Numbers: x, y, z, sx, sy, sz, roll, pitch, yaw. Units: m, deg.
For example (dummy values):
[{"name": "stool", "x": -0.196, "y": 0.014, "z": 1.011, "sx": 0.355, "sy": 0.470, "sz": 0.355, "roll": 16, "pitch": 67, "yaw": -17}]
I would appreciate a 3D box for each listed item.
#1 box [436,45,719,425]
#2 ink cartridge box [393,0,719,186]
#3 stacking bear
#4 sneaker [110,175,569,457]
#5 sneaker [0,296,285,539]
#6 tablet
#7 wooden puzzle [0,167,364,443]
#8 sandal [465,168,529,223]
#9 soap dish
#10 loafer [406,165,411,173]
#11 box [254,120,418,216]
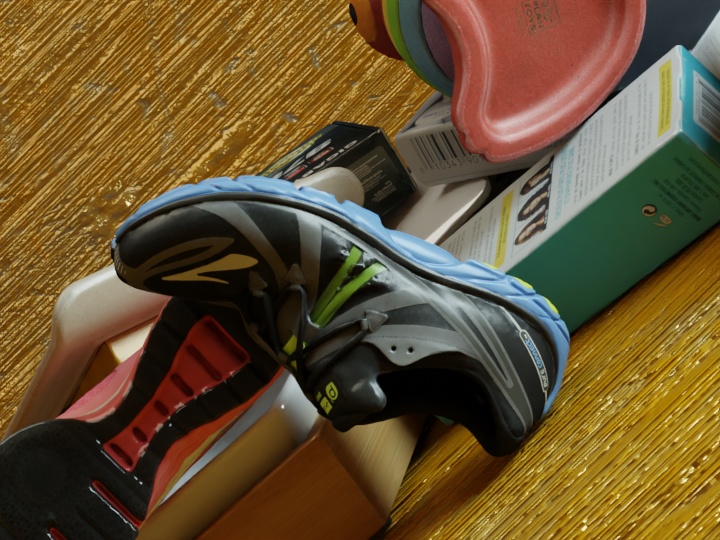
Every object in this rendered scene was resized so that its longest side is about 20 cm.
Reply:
[{"name": "box", "x": 0.096, "y": -0.014, "z": 0.790, "sx": 0.200, "sy": 0.049, "sz": 0.082, "roll": -41, "pitch": 20, "yaw": 32}, {"name": "ink cartridge box", "x": 0.144, "y": -0.131, "z": 0.918, "sx": 0.198, "sy": 0.043, "sz": 0.200, "roll": -9, "pitch": 31, "yaw": 45}, {"name": "stacking bear", "x": 0.055, "y": -0.141, "z": 0.861, "sx": 0.114, "sy": 0.122, "sz": 0.200, "roll": -22, "pitch": 19, "yaw": -13}, {"name": "sneaker", "x": -0.011, "y": 0.021, "z": 0.687, "sx": 0.071, "sy": 0.199, "sz": 0.083, "roll": 115, "pitch": 175, "yaw": -62}, {"name": "sneaker", "x": -0.101, "y": 0.081, "z": 0.760, "sx": 0.200, "sy": 0.074, "sz": 0.087, "roll": -41, "pitch": -8, "yaw": -3}, {"name": "tablet", "x": 0.000, "y": 0.000, "z": 0.980, "sx": 0.200, "sy": 0.014, "sz": 0.130, "roll": -46, "pitch": 16, "yaw": 14}, {"name": "wooden puzzle", "x": -0.095, "y": 0.039, "z": 0.863, "sx": 0.185, "sy": 0.037, "sz": 0.200, "roll": -26, "pitch": -18, "yaw": -32}, {"name": "sandal", "x": 0.111, "y": -0.061, "z": 0.988, "sx": 0.200, "sy": 0.082, "sz": 0.055, "roll": -45, "pitch": 23, "yaw": -20}, {"name": "soap dish", "x": -0.041, "y": 0.102, "z": 0.836, "sx": 0.157, "sy": 0.081, "sz": 0.200, "roll": -42, "pitch": 6, "yaw": 21}, {"name": "loafer", "x": 0.065, "y": -0.045, "z": 1.112, "sx": 0.200, "sy": 0.073, "sz": 0.071, "roll": -47, "pitch": -8, "yaw": -47}, {"name": "box", "x": -0.071, "y": -0.018, "z": 1.021, "sx": 0.200, "sy": 0.046, "sz": 0.159, "roll": -35, "pitch": 12, "yaw": -5}]
